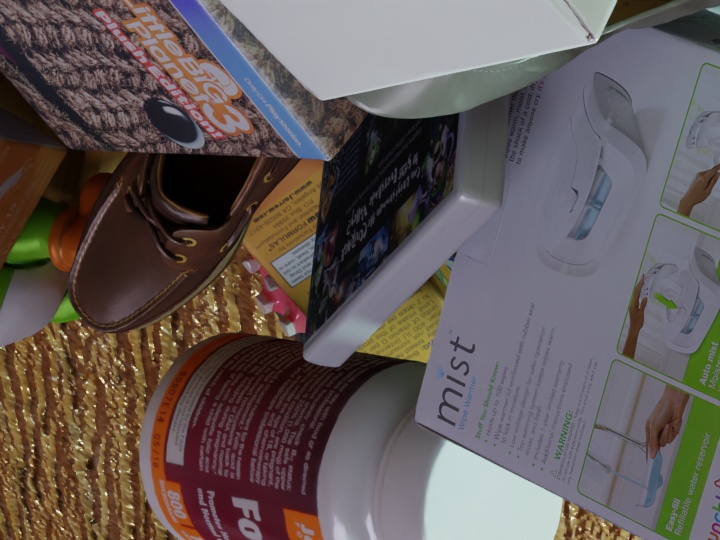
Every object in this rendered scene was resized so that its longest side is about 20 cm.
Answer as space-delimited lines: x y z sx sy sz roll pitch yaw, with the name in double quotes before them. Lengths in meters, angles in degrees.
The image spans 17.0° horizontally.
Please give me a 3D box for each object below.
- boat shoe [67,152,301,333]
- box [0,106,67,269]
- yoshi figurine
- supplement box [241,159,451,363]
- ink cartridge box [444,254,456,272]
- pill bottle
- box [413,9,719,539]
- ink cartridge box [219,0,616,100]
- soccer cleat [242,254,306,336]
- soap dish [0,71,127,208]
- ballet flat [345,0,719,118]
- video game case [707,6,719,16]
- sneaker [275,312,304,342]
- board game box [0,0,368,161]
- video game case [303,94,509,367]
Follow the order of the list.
"boat shoe" -0.081 -0.040 1.120 0.072 0.068 0.200 48 121 6
"box" -0.233 -0.033 1.135 0.097 0.125 0.200 31 -174 8
"yoshi figurine" -0.204 -0.018 1.296 0.199 0.113 0.112 -2 -177 21
"supplement box" 0.000 0.000 1.226 0.069 0.067 0.200 -35 119 13
"ink cartridge box" 0.113 0.052 1.333 0.196 0.047 0.201 18 146 19
"pill bottle" -0.005 0.097 1.166 0.199 0.115 0.114 8 147 47
"box" 0.134 0.001 0.994 0.176 0.201 0.096 24 -161 34
"ink cartridge box" 0.045 -0.168 0.863 0.144 0.201 0.084 -8 137 47
"soccer cleat" -0.036 -0.055 1.277 0.067 0.076 0.201 38 150 49
"soap dish" -0.178 -0.108 1.280 0.157 0.082 0.200 28 151 -1
"ballet flat" 0.082 -0.116 0.914 0.064 0.199 0.068 105 143 -69
"video game case" 0.194 -0.144 0.963 0.200 0.023 0.182 38 150 -16
"sneaker" -0.014 0.067 1.354 0.200 0.081 0.074 54 165 47
"board game box" -0.089 -0.136 1.003 0.199 0.097 0.160 5 142 52
"video game case" 0.023 -0.074 1.063 0.023 0.183 0.200 13 155 -16
